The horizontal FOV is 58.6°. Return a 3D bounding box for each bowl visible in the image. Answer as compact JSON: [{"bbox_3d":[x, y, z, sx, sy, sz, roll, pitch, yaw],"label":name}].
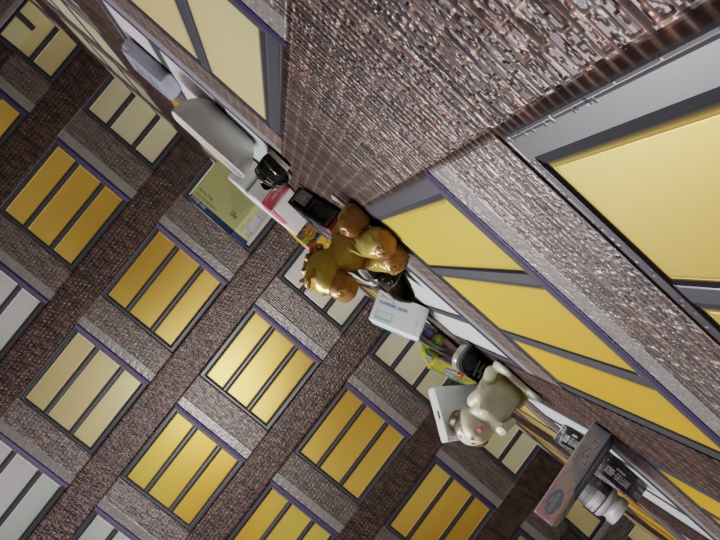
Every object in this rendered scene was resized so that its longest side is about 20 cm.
[{"bbox_3d":[-0.308,-0.295,1.384,0.199,0.075,0.199,41,176,-16],"label":"bowl"}]

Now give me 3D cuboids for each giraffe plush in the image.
[{"bbox_3d":[-0.031,-0.019,1.138,0.199,0.163,0.173,36,175,34],"label":"giraffe plush"}]

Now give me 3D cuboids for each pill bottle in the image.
[{"bbox_3d":[0.787,0.744,2.154,0.199,0.117,0.116,38,176,21],"label":"pill bottle"}]

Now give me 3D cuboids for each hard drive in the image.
[{"bbox_3d":[0.260,0.362,1.641,0.197,0.026,0.135,6,-118,-44],"label":"hard drive"}]

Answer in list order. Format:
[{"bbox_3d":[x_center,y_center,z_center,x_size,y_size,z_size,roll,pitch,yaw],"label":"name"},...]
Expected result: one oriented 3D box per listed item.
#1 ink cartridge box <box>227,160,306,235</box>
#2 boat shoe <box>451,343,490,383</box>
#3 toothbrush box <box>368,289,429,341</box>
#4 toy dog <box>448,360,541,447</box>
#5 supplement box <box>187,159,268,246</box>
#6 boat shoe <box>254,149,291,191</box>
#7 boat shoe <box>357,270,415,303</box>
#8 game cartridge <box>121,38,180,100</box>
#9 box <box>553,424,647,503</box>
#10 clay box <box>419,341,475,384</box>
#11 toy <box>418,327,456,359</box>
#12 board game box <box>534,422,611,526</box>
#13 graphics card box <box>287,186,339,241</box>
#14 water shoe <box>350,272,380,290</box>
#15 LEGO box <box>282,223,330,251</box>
[{"bbox_3d":[-0.238,-0.199,1.697,0.199,0.085,0.146,36,174,32],"label":"ink cartridge box"},{"bbox_3d":[0.313,0.256,1.677,0.092,0.076,0.199,29,178,35],"label":"boat shoe"},{"bbox_3d":[0.107,0.126,1.751,0.144,0.087,0.200,21,172,6],"label":"toothbrush box"},{"bbox_3d":[0.300,0.327,1.548,0.139,0.201,0.194,40,176,-16],"label":"toy dog"},{"bbox_3d":[-0.394,-0.227,2.026,0.199,0.201,0.134,38,176,14],"label":"supplement box"},{"bbox_3d":[-0.188,-0.201,1.342,0.071,0.068,0.200,38,178,-5],"label":"boat shoe"},{"bbox_3d":[0.058,0.007,1.343,0.064,0.074,0.199,21,168,40],"label":"boat shoe"},{"bbox_3d":[-0.480,-0.459,1.493,0.133,0.041,0.200,45,176,-11],"label":"game cartridge"},{"bbox_3d":[0.571,0.460,1.544,0.157,0.050,0.200,40,176,-3],"label":"box"},{"bbox_3d":[0.264,0.284,1.995,0.197,0.048,0.115,25,-162,-19],"label":"clay box"},{"bbox_3d":[0.242,0.218,1.966,0.198,0.048,0.115,33,-172,-5],"label":"toy"},{"bbox_3d":[0.425,0.410,1.269,0.043,0.202,0.199,33,174,30],"label":"board game box"},{"bbox_3d":[-0.067,-0.102,1.392,0.125,0.051,0.199,43,174,-38],"label":"graphics card box"},{"bbox_3d":[0.000,0.000,1.734,0.199,0.072,0.079,37,178,44],"label":"water shoe"},{"bbox_3d":[-0.121,-0.083,1.911,0.148,0.078,0.200,37,175,35],"label":"LEGO box"}]
